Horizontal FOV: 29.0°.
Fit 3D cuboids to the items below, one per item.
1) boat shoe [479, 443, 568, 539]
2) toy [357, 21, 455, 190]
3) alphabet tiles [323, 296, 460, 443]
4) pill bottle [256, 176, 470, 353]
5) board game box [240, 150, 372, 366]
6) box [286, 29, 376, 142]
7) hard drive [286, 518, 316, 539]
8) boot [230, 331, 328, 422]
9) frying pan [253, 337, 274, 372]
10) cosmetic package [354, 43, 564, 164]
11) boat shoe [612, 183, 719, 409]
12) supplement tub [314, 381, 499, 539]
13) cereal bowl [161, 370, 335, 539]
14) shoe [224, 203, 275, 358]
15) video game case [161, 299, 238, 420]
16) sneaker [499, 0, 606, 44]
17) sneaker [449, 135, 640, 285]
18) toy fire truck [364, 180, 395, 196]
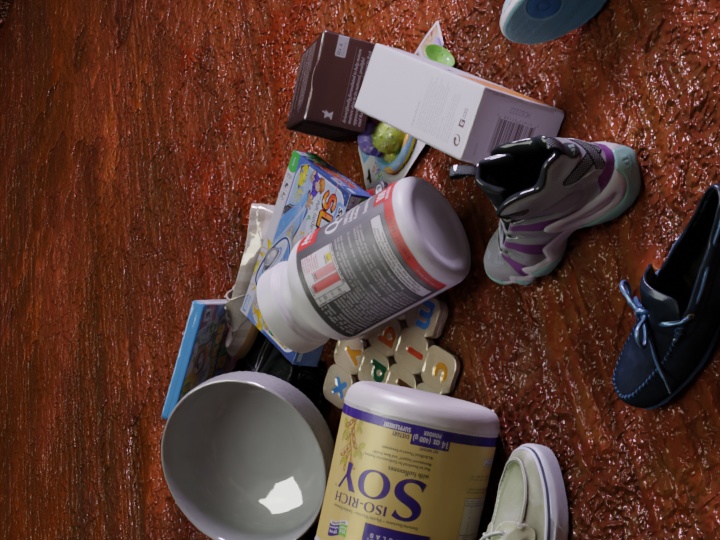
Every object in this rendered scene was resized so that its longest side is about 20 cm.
[{"bbox_3d":[0.128,0.242,1.158,0.072,0.062,0.201,-23,58,58],"label":"boat shoe"},{"bbox_3d":[0.035,-0.167,1.522,0.200,0.047,0.115,-53,36,39],"label":"toy"},{"bbox_3d":[0.031,0.111,1.429,0.195,0.015,0.201,30,106,52],"label":"alphabet tiles"},{"bbox_3d":[0.000,0.000,1.382,0.200,0.116,0.116,-29,50,28],"label":"pill bottle"},{"bbox_3d":[-0.060,-0.014,1.523,0.135,0.034,0.201,39,115,51],"label":"board game box"},{"bbox_3d":[-0.032,-0.206,1.581,0.200,0.075,0.101,-159,82,-83],"label":"box"},{"bbox_3d":[-0.108,0.329,1.606,0.200,0.033,0.140,37,112,60],"label":"hard drive"},{"bbox_3d":[-0.111,0.168,1.635,0.199,0.073,0.162,-65,27,11],"label":"boot"},{"bbox_3d":[-0.089,0.026,1.639,0.190,0.031,0.115,-55,17,-1],"label":"frying pan"},{"bbox_3d":[0.091,-0.154,1.333,0.200,0.101,0.072,33,108,54],"label":"cosmetic package"},{"bbox_3d":[0.235,0.013,1.043,0.201,0.068,0.084,-66,29,21],"label":"boat shoe"},{"bbox_3d":[0.038,0.210,1.253,0.145,0.145,0.201,10,88,63],"label":"supplement tub"},{"bbox_3d":[-0.113,0.200,1.517,0.201,0.200,0.083,-65,-12,23],"label":"cereal bowl"},{"bbox_3d":[-0.130,0.011,1.639,0.070,0.053,0.201,-98,26,-66],"label":"shoe"},{"bbox_3d":[-0.175,0.105,1.696,0.200,0.018,0.144,1,-75,-73],"label":"video game case"},{"bbox_3d":[0.190,-0.306,1.256,0.200,0.079,0.131,-44,44,33],"label":"sneaker"},{"bbox_3d":[0.128,-0.060,1.196,0.200,0.139,0.078,-46,41,45],"label":"sneaker"},{"bbox_3d":[0.000,-0.013,1.516,0.200,0.049,0.142,-12,76,55],"label":"toy fire truck"}]
